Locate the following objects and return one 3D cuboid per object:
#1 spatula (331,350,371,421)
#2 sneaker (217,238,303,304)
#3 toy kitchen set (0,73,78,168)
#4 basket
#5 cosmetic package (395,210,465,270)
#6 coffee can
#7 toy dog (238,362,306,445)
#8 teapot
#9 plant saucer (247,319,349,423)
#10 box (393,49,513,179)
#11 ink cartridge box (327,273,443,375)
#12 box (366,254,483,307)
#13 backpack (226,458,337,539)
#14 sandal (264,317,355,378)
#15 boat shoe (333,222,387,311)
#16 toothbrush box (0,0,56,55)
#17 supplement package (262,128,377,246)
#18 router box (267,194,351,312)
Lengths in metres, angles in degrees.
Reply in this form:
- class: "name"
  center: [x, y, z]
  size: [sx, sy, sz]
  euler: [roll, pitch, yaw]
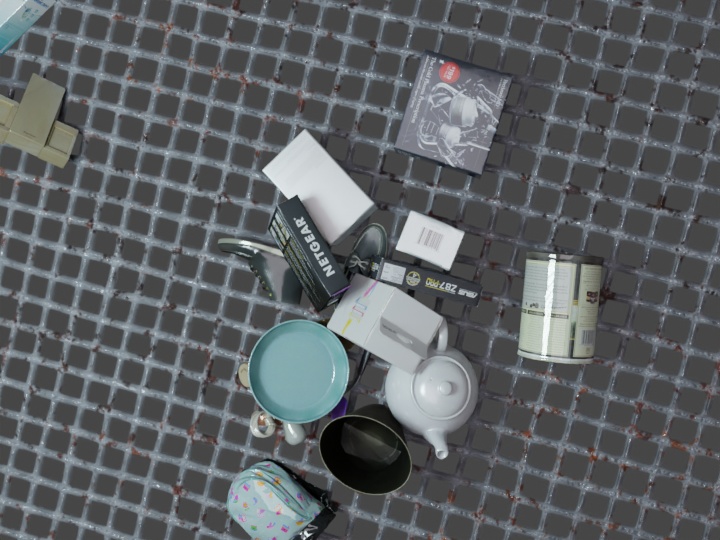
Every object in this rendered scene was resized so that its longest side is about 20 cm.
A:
- class: "spatula"
  center: [-0.014, 0.224, 1.714]
  size: [0.021, 0.056, 0.201]
  euler: [28, 87, -29]
- class: "sneaker"
  center: [-0.204, 0.000, 1.708]
  size: [0.199, 0.075, 0.107]
  euler: [15, 90, 5]
- class: "toy kitchen set"
  center: [-0.716, -0.297, 1.773]
  size: [0.199, 0.180, 0.164]
  euler: [25, 52, -26]
- class: "basket"
  center: [0.021, 0.334, 1.629]
  size: [0.180, 0.200, 0.136]
  euler: [27, 95, 6]
- class: "cosmetic package"
  center: [0.137, -0.057, 1.606]
  size: [0.112, 0.200, 0.081]
  euler: [23, 93, 8]
- class: "coffee can"
  center: [0.381, 0.068, 1.608]
  size: [0.146, 0.146, 0.201]
  euler: [5, 92, 6]
- class: "toy dog"
  center: [-0.184, 0.264, 1.701]
  size: [0.131, 0.096, 0.201]
  euler: [7, 58, -30]
- class: "teapot"
  center: [0.146, 0.222, 1.619]
  size: [0.197, 0.146, 0.200]
  euler: [-42, 88, -14]
- class: "plant saucer"
  center: [-0.123, 0.197, 1.648]
  size: [0.199, 0.036, 0.201]
  euler: [1, 87, -13]
- class: "box"
  center: [0.181, -0.302, 1.642]
  size: [0.181, 0.104, 0.201]
  euler: [18, 94, 5]
- class: "ink cartridge box"
  center: [0.050, 0.101, 1.596]
  size: [0.128, 0.200, 0.126]
  euler: [31, 85, -26]
- class: "box"
  center: [0.119, 0.016, 1.611]
  size: [0.199, 0.161, 0.049]
  euler: [15, 94, -7]
- class: "backpack"
  center: [-0.169, 0.478, 1.693]
  size: [0.200, 0.127, 0.167]
  euler: [44, 99, 7]
- class: "sandal"
  center: [-0.104, 0.157, 1.703]
  size: [0.199, 0.054, 0.081]
  euler: [-26, 88, -15]
- class: "boat shoe"
  center: [0.000, 0.000, 1.692]
  size: [0.073, 0.062, 0.201]
  euler: [24, 94, 6]
- class: "toothbrush box"
  center: [-0.765, -0.559, 1.754]
  size: [0.200, 0.085, 0.147]
  euler: [-41, 87, 5]
- class: "supplement package"
  center: [-0.076, -0.160, 1.667]
  size: [0.121, 0.120, 0.200]
  euler: [-42, 87, 4]
- class: "router box"
  center: [-0.101, -0.028, 1.607]
  size: [0.051, 0.149, 0.201]
  euler: [-29, 84, -18]
